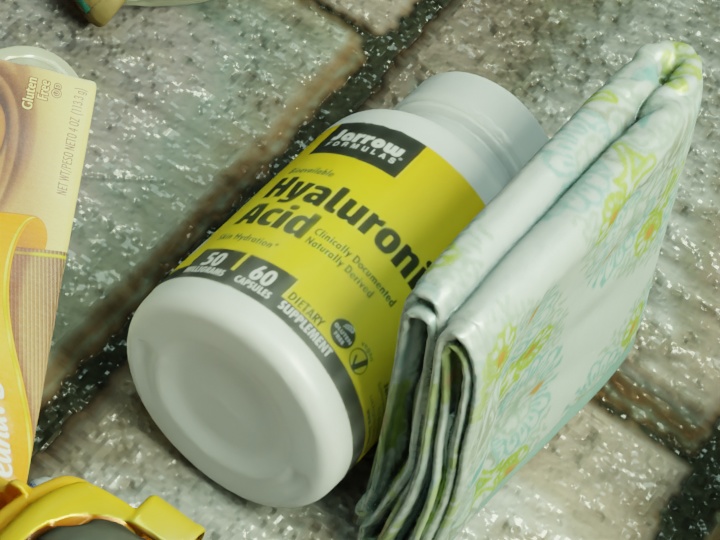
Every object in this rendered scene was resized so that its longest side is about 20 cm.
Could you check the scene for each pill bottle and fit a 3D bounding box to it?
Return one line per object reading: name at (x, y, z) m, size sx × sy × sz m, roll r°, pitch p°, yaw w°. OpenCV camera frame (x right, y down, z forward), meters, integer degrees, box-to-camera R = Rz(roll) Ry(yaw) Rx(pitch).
pill bottle at (0.000, 0.000, 0.967) m, size 0.111 × 0.112 × 0.200 m, roll 36°, pitch 52°, yaw 11°

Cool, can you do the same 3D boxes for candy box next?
candy box at (-0.180, 0.007, 0.893) m, size 0.115 × 0.055 × 0.201 m, roll 13°, pitch 64°, yaw -13°

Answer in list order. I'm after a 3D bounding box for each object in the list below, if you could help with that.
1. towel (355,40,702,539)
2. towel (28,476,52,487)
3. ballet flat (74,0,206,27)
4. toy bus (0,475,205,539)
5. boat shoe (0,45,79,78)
towel at (0.074, 0.019, 0.937) m, size 0.048 × 0.172 × 0.200 m, roll 32°, pitch 52°, yaw 16°
towel at (-0.109, 0.181, 0.856) m, size 0.146 × 0.024 × 0.200 m, roll 27°, pitch 52°, yaw 5°
ballet flat at (-0.065, -0.171, 1.118) m, size 0.199 × 0.069 × 0.063 m, roll -24°, pitch 92°, yaw -27°
toy bus at (-0.179, 0.127, 0.766) m, size 0.192 × 0.136 × 0.200 m, roll 38°, pitch 54°, yaw 4°
boat shoe at (-0.216, -0.044, 0.969) m, size 0.199 × 0.060 × 0.072 m, roll -20°, pitch 77°, yaw -27°
